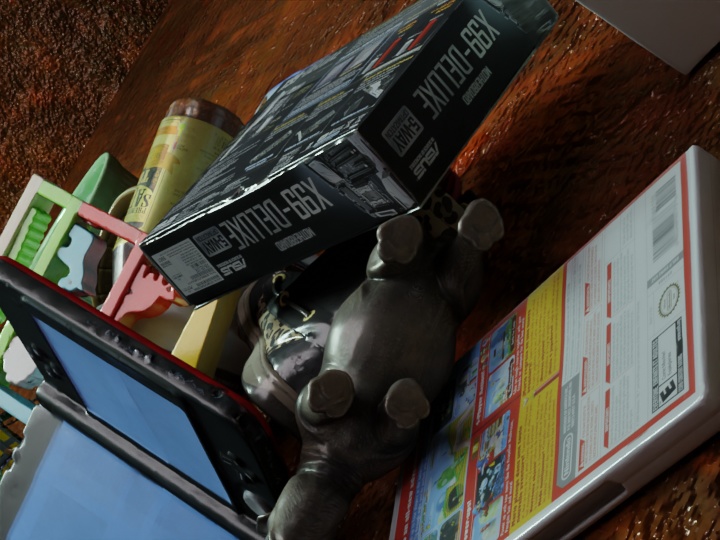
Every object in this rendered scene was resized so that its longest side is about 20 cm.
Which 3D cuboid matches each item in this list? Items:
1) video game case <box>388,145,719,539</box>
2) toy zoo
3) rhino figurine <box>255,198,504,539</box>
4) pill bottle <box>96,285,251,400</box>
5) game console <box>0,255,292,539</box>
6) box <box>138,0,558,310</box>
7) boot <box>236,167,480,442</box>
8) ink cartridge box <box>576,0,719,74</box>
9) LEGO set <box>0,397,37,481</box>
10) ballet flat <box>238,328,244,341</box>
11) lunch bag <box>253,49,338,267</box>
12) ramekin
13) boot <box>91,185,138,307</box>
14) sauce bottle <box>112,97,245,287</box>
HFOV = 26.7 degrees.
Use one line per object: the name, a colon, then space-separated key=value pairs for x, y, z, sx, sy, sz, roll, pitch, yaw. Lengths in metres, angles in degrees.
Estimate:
video game case: x=0.075 y=0.056 z=0.616 sx=0.200 sy=0.017 sz=0.144 roll=-46 pitch=21 yaw=37
toy zoo: x=-0.150 y=0.038 z=0.878 sx=0.199 sy=0.020 sz=0.132 roll=26 pitch=87 yaw=32
rhino figurine: x=0.001 y=0.061 z=0.681 sx=0.201 sy=0.059 sz=0.087 roll=-64 pitch=-2 yaw=-13
pill bottle: x=-0.127 y=0.085 z=0.928 sx=0.111 sy=0.110 sz=0.202 roll=-7 pitch=65 yaw=69
game console: x=-0.133 y=0.115 z=0.768 sx=0.199 sy=0.173 sz=0.119 roll=26 pitch=62 yaw=32
box: x=-0.010 y=-0.070 z=0.785 sx=0.199 sy=0.050 sz=0.158 roll=-23 pitch=24 yaw=49
boot: x=0.000 y=0.000 z=0.838 sx=0.151 sy=0.073 sz=0.200 roll=-50 pitch=10 yaw=11
ink cartridge box: x=0.114 y=-0.222 z=0.666 sx=0.146 sy=0.199 sz=0.147 roll=-47 pitch=20 yaw=38
LEGO set: x=-0.198 y=0.160 z=1.017 sx=0.154 sy=0.115 sz=0.200 roll=-57 pitch=-10 yaw=14
ballet flat: x=-0.108 y=0.077 z=1.060 sx=0.200 sy=0.067 sz=0.064 roll=-35 pitch=56 yaw=55
lunch bag: x=-0.044 y=-0.064 z=1.075 sx=0.161 sy=0.075 sz=0.200 roll=-66 pitch=17 yaw=-15
ramekin: x=-0.282 y=-0.016 z=1.629 sx=0.200 sy=0.097 sz=0.201 roll=-52 pitch=18 yaw=24
boot: x=-0.164 y=0.003 z=1.206 sx=0.155 sy=0.071 sz=0.202 roll=-86 pitch=-1 yaw=-63
sauce bottle: x=-0.138 y=-0.022 z=1.066 sx=0.066 sy=0.066 sz=0.202 roll=-26 pitch=43 yaw=61
